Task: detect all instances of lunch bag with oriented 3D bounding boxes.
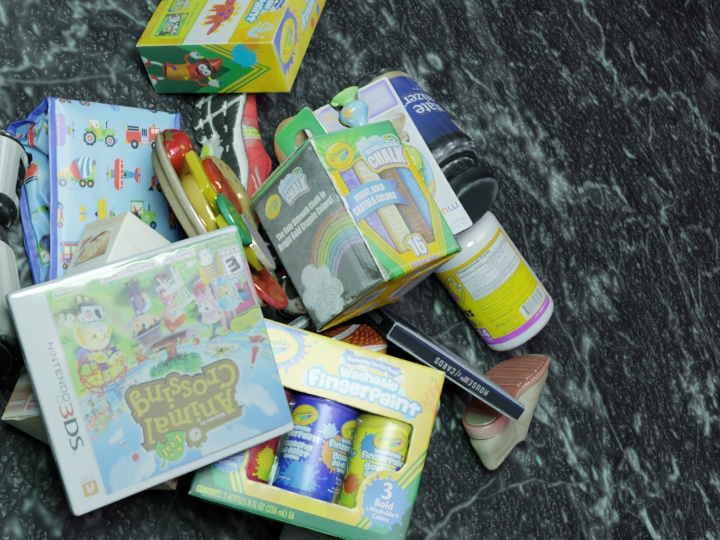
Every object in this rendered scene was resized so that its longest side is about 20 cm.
[{"bbox_3d":[-0.250,-0.054,1.056,0.149,0.093,0.204,1,77,-44],"label":"lunch bag"}]

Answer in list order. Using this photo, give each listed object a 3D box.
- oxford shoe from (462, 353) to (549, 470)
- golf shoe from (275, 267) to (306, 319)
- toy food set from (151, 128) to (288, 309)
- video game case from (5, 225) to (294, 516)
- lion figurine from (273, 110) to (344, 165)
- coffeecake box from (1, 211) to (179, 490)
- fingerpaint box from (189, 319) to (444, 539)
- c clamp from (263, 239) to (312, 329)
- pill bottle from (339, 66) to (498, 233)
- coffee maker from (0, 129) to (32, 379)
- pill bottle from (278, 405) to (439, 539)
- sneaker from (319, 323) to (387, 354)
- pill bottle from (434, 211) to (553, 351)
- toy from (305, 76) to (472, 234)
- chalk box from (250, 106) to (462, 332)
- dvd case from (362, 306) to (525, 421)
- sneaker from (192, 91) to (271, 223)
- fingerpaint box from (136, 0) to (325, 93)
[{"bbox_3d":[0.187,0.171,1.346,0.200,0.070,0.075,-39,120,-46],"label":"oxford shoe"},{"bbox_3d":[0.000,0.000,1.192,0.198,0.088,0.078,-31,108,-21],"label":"golf shoe"},{"bbox_3d":[-0.133,-0.050,1.029,0.199,0.048,0.200,61,3,28],"label":"toy food set"},{"bbox_3d":[-0.168,0.078,0.883,0.198,0.022,0.185,-18,95,-25],"label":"video game case"},{"bbox_3d":[-0.064,-0.112,1.223,0.121,0.073,0.202,3,51,-28],"label":"lion figurine"},{"bbox_3d":[-0.211,0.076,0.980,0.153,0.072,0.202,40,54,-36],"label":"coffeecake box"},{"bbox_3d":[-0.039,0.151,0.984,0.197,0.073,0.169,17,75,-4],"label":"fingerpaint box"},{"bbox_3d":[-0.107,0.061,1.090,0.199,0.027,0.171,-38,64,-18],"label":"c clamp"},{"bbox_3d":[0.069,-0.140,1.269,0.111,0.113,0.200,-11,50,-44],"label":"pill bottle"},{"bbox_3d":[-0.371,-0.019,0.885,0.190,0.134,0.203,10,61,-37],"label":"coffee maker"},{"bbox_3d":[-0.005,0.199,1.082,0.112,0.112,0.202,32,73,-24],"label":"pill bottle"},{"bbox_3d":[-0.059,0.106,1.144,0.197,0.078,0.073,0,24,-26],"label":"sneaker"},{"bbox_3d":[0.152,-0.004,1.353,0.201,0.104,0.105,53,44,-16],"label":"pill bottle"},{"bbox_3d":[0.027,-0.115,1.171,0.114,0.047,0.202,-27,73,-10],"label":"toy"},{"bbox_3d":[-0.016,-0.065,1.077,0.123,0.124,0.202,-18,76,-44],"label":"chalk box"},{"bbox_3d":[0.084,0.095,1.240,0.199,0.150,0.025,35,91,-23],"label":"dvd case"},{"bbox_3d":[-0.139,-0.141,1.219,0.085,0.076,0.203,29,53,-52],"label":"sneaker"},{"bbox_3d":[-0.137,-0.292,1.217,0.074,0.164,0.202,72,26,-47],"label":"fingerpaint box"}]
